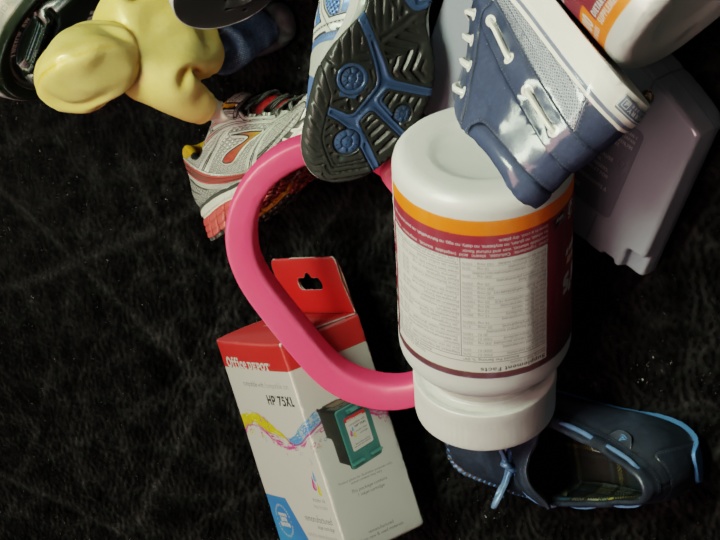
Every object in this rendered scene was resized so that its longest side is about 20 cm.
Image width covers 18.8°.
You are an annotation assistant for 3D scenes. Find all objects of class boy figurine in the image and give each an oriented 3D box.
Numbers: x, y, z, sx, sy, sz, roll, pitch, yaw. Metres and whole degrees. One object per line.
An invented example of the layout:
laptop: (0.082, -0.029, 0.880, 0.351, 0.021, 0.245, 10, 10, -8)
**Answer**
boy figurine: (-0.130, -0.148, 1.445, 0.064, 0.200, 0.124, -28, 91, 48)

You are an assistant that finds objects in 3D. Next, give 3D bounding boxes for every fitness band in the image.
fitness band: (0.000, 0.000, 1.432, 0.144, 0.037, 0.200, -33, 104, 17)

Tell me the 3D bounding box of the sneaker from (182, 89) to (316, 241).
sneaker: (-0.065, -0.092, 1.494, 0.200, 0.078, 0.082, -34, 81, 47)

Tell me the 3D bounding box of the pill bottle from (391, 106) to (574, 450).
pill bottle: (0.076, 0.007, 1.334, 0.110, 0.110, 0.200, 28, 138, 34)

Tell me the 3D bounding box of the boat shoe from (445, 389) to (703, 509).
boat shoe: (0.124, 0.115, 1.405, 0.200, 0.069, 0.084, -7, 103, 46)

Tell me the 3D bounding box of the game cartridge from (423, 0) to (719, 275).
game cartridge: (0.126, -0.105, 1.331, 0.200, 0.040, 0.133, 40, 135, 25)

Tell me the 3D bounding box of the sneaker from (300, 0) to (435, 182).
sneaker: (0.008, -0.153, 1.373, 0.077, 0.076, 0.200, -144, 70, -69)

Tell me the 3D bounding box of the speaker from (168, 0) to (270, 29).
speaker: (-0.120, -0.258, 1.434, 0.081, 0.081, 0.200, -53, 53, 44)

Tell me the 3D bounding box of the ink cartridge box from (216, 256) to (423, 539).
ink cartridge box: (-0.036, 0.094, 1.536, 0.116, 0.067, 0.200, -2, 107, 63)

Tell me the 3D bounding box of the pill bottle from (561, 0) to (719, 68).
pill bottle: (0.127, -0.222, 1.217, 0.200, 0.114, 0.114, 52, 136, 15)

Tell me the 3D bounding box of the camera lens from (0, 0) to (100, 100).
camera lens: (-0.256, -0.234, 1.559, 0.200, 0.160, 0.160, 47, 134, 20)

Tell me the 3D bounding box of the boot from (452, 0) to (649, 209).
boot: (0.079, -0.130, 1.253, 0.090, 0.073, 0.200, -42, 50, 13)
